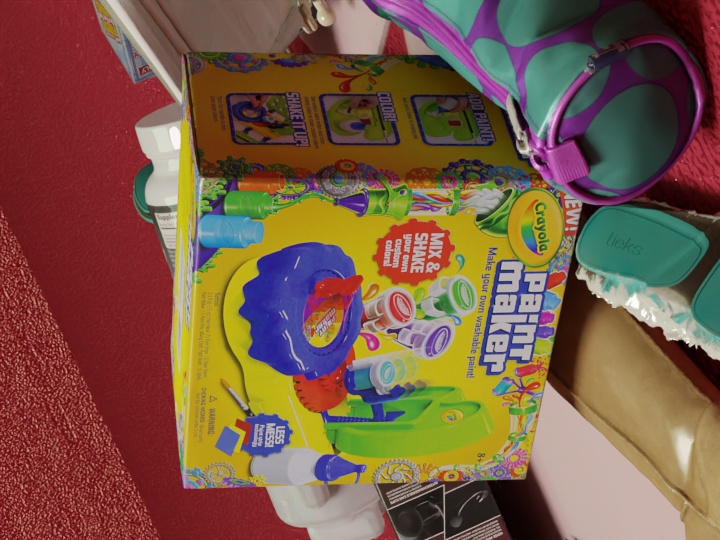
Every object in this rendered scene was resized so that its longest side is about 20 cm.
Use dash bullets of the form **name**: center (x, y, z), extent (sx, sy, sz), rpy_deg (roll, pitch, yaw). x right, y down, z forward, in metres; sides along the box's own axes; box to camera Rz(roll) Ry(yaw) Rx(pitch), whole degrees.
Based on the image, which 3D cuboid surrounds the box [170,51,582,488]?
- **box**: center (0.000, 0.000, 0.936), extent (0.122, 0.191, 0.201), rpy_deg (-104, 16, -52)

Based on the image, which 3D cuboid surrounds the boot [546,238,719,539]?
- **boot**: center (0.163, 0.103, 0.946), extent (0.200, 0.066, 0.176), rpy_deg (46, 144, 44)

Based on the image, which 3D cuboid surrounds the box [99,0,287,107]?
- **box**: center (-0.112, -0.164, 1.167), extent (0.095, 0.078, 0.200), rpy_deg (48, 176, 42)

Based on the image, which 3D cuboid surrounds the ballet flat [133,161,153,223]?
- **ballet flat**: center (-0.168, -0.052, 1.708), extent (0.071, 0.067, 0.200), rpy_deg (56, 170, -27)

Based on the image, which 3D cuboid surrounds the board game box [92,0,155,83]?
- **board game box**: center (-0.217, -0.275, 1.529), extent (0.200, 0.061, 0.201), rpy_deg (41, 151, 52)

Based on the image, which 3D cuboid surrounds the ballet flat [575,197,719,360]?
- **ballet flat**: center (0.172, 0.011, 0.801), extent (0.200, 0.071, 0.072), rpy_deg (33, 146, 63)

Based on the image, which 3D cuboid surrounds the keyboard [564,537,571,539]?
- **keyboard**: center (0.155, 0.237, 1.195), extent (0.105, 0.039, 0.200), rpy_deg (67, 162, -10)

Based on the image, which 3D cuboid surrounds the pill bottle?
- **pill bottle**: center (-0.109, -0.040, 1.446), extent (0.116, 0.116, 0.201), rpy_deg (21, 132, 66)

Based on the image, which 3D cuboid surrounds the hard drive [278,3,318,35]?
- **hard drive**: center (-0.109, -0.251, 1.167), extent (0.200, 0.038, 0.140), rpy_deg (54, 177, -28)

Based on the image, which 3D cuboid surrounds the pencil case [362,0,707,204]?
- **pencil case**: center (0.073, -0.117, 0.839), extent (0.200, 0.092, 0.085), rpy_deg (49, 158, 44)

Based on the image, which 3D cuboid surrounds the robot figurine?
- **robot figurine**: center (-0.039, 0.139, 1.506), extent (0.170, 0.112, 0.201), rpy_deg (-84, -26, -73)

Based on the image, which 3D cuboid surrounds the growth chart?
- **growth chart**: center (-0.085, -0.172, 1.045), extent (0.018, 0.200, 0.145), rpy_deg (-18, 112, 33)

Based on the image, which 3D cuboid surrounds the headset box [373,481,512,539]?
- **headset box**: center (0.071, 0.202, 1.274), extent (0.149, 0.077, 0.201), rpy_deg (-120, 8, -83)
